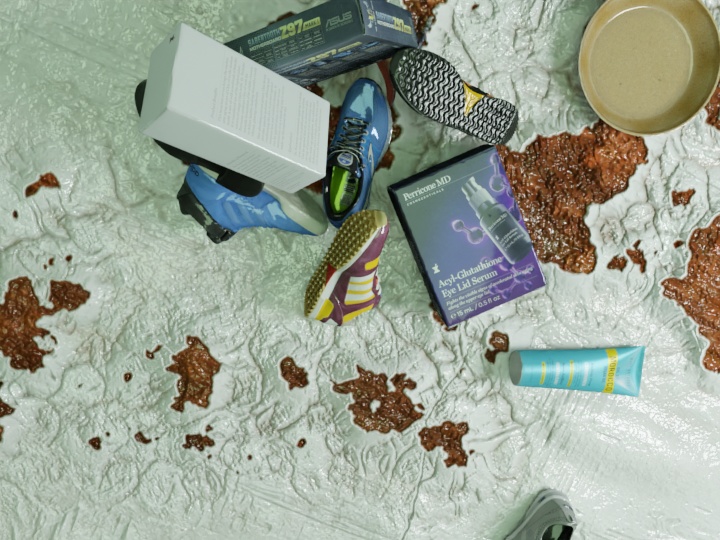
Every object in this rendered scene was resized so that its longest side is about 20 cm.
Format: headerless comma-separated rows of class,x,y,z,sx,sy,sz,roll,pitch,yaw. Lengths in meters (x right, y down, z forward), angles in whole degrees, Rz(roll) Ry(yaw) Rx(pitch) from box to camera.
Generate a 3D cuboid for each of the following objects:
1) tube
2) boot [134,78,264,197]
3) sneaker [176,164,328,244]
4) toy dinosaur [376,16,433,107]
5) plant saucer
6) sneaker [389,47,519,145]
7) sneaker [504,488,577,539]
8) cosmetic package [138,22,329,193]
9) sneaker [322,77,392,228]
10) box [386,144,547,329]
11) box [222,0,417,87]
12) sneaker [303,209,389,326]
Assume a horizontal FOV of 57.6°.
tube,0.318,0.145,0.955,0.198,0.050,0.078,2,106,-8
boot,-0.166,-0.197,0.825,0.200,0.175,0.069,39,134,-20
sneaker,-0.149,-0.077,0.886,0.199,0.077,0.111,27,116,-24
toy dinosaur,0.004,-0.342,0.838,0.180,0.105,0.201,26,98,-3
plant saucer,0.390,-0.285,0.898,0.198,0.035,0.203,0,98,-2
sneaker,0.107,-0.221,0.842,0.199,0.090,0.070,20,100,-29
sneaker,0.253,0.425,0.970,0.074,0.082,0.202,24,96,-6
cosmetic package,-0.132,-0.171,0.726,0.199,0.071,0.103,20,64,-39
sneaker,-0.007,-0.153,0.864,0.078,0.089,0.202,10,95,7
box,0.139,-0.048,0.885,0.147,0.104,0.202,-24,99,1
box,-0.051,-0.265,0.781,0.198,0.157,0.052,-11,98,28
sneaker,0.000,0.000,0.876,0.089,0.075,0.200,17,133,-24
